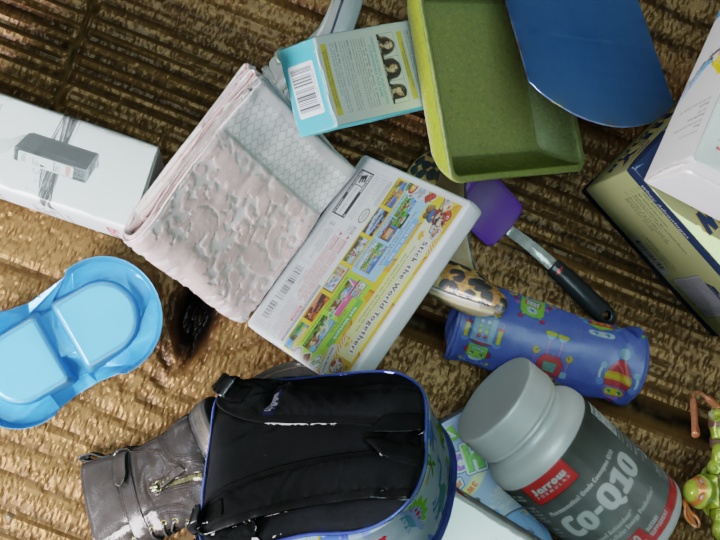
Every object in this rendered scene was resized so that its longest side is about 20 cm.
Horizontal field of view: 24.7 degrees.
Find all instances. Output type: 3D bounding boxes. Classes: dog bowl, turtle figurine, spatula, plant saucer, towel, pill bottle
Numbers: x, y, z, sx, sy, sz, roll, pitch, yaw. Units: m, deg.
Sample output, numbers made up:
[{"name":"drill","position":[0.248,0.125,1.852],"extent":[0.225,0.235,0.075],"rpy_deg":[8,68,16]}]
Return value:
[{"name":"dog bowl","position":[-0.277,0.067,1.536],"extent":[0.199,0.050,0.112],"rpy_deg":[-31,90,-5]},{"name":"turtle figurine","position":[0.355,0.218,1.549],"extent":[0.160,0.064,0.202],"rpy_deg":[7,71,-35]},{"name":"spatula","position":[0.173,-0.015,1.593],"extent":[0.200,0.021,0.057],"rpy_deg":[42,83,-2]},{"name":"plant saucer","position":[0.118,-0.183,1.545],"extent":[0.199,0.048,0.202],"rpy_deg":[-8,87,-45]},{"name":"towel","position":[-0.105,-0.063,1.492],"extent":[0.032,0.200,0.192],"rpy_deg":[35,86,36]},{"name":"pill bottle","position":[0.191,0.180,1.517],"extent":[0.200,0.114,0.114],"rpy_deg":[41,84,-16]}]

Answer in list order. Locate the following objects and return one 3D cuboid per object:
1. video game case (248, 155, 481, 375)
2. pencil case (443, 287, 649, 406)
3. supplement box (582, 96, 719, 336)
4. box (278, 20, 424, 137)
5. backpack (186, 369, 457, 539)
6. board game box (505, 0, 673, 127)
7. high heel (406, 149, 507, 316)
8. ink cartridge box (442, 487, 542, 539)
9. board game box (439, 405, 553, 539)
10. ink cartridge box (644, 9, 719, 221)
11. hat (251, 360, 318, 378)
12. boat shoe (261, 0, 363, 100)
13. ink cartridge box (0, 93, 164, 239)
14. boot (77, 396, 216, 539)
[{"name":"video game case","position":[0.000,0.000,1.508],"extent":[0.023,0.182,0.201],"rpy_deg":[39,84,-36]},{"name":"pencil case","position":[0.177,0.068,1.561],"extent":[0.198,0.087,0.079],"rpy_deg":[15,127,-4]},{"name":"supplement box","position":[0.336,-0.056,1.519],"extent":[0.134,0.200,0.200],"rpy_deg":[-43,91,-6]},{"name":"box","position":[0.016,-0.181,1.512],"extent":[0.199,0.049,0.083],"rpy_deg":[-18,94,-47]},{"name":"backpack","position":[-0.020,0.178,1.373],"extent":[0.198,0.147,0.184],"rpy_deg":[-10,48,19]},{"name":"board game box","position":[0.204,-0.206,1.552],"extent":[0.156,0.039,0.202],"rpy_deg":[3,56,-25]},{"name":"high heel","position":[0.093,-0.042,1.510],"extent":[0.071,0.199,0.144],"rpy_deg":[30,88,-39]},{"name":"ink cartridge box","position":[0.130,0.271,1.476],"extent":[0.199,0.146,0.083],"rpy_deg":[32,88,-3]},{"name":"board game box","position":[0.095,0.248,1.565],"extent":[0.150,0.037,0.201],"rpy_deg":[-28,89,-5]},{"name":"ink cartridge box","position":[0.350,-0.137,1.352],"extent":[0.146,0.145,0.202],"rpy_deg":[26,83,-3]},{"name":"hat","position":[-0.053,0.182,1.526],"extent":[0.198,0.081,0.203],"rpy_deg":[-4,78,21]},{"name":"boat shoe","position":[-0.062,-0.181,1.554],"extent":[0.066,0.074,0.202],"rpy_deg":[24,86,-4]},{"name":"ink cartridge box","position":[-0.283,-0.096,1.495],"extent":[0.198,0.144,0.085],"rpy_deg":[19,85,-4]},{"name":"boot","position":[-0.167,0.227,1.493],"extent":[0.173,0.069,0.202],"rpy_deg":[-32,66,22]}]
